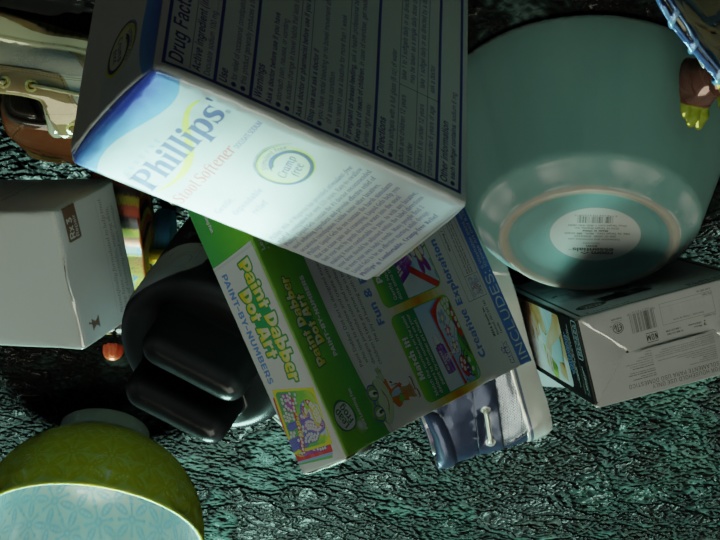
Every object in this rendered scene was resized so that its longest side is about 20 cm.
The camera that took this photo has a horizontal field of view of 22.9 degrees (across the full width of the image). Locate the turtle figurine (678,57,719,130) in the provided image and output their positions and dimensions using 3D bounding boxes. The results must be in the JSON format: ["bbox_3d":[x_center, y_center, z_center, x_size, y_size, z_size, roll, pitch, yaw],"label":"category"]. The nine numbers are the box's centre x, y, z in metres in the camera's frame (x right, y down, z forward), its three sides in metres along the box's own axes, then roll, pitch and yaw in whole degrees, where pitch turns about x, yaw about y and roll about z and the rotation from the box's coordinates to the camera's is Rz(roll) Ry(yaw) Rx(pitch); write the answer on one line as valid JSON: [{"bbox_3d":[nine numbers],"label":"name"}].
[{"bbox_3d":[0.270,-0.117,1.037,0.161,0.200,0.064,-4,115,38],"label":"turtle figurine"}]

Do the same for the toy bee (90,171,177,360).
[{"bbox_3d":[-0.159,0.005,1.273,0.131,0.109,0.200,-11,143,18],"label":"toy bee"}]

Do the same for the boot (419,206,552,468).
[{"bbox_3d":[0.066,0.043,1.254,0.090,0.073,0.200,-20,105,-5],"label":"boot"}]

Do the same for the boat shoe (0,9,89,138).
[{"bbox_3d":[-0.180,-0.114,1.098,0.200,0.066,0.074,16,-176,-1],"label":"boat shoe"}]

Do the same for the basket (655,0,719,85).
[{"bbox_3d":[0.222,-0.158,0.909,0.139,0.200,0.176,-39,133,11],"label":"basket"}]

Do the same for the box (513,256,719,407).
[{"bbox_3d":[0.181,0.035,1.204,0.116,0.060,0.200,-15,-173,-7],"label":"box"}]

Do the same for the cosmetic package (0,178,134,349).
[{"bbox_3d":[-0.258,-0.007,1.222,0.200,0.074,0.102,2,112,28],"label":"cosmetic package"}]

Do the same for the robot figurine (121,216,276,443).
[{"bbox_3d":[-0.078,0.024,1.167,0.150,0.200,0.125,-18,115,31],"label":"robot figurine"}]

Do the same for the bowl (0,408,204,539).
[{"bbox_3d":[-0.229,0.185,1.546,0.200,0.108,0.200,3,146,2],"label":"bowl"}]

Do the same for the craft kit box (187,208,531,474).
[{"bbox_3d":[0.000,0.000,1.098,0.048,0.200,0.197,-25,177,39],"label":"craft kit box"}]

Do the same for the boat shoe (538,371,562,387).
[{"bbox_3d":[0.093,0.040,1.341,0.200,0.066,0.072,15,167,-12],"label":"boat shoe"}]

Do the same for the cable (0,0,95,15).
[{"bbox_3d":[-0.164,-0.180,1.072,0.200,0.050,0.097,9,149,-27],"label":"cable"}]

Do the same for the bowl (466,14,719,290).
[{"bbox_3d":[0.146,-0.061,1.150,0.200,0.105,0.201,3,146,2],"label":"bowl"}]

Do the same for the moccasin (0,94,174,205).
[{"bbox_3d":[-0.133,-0.089,1.163,0.201,0.074,0.078,0,155,0],"label":"moccasin"}]

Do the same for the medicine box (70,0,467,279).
[{"bbox_3d":[-0.045,-0.121,1.007,0.200,0.182,0.103,22,142,-25],"label":"medicine box"}]

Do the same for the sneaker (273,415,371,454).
[{"bbox_3d":[0.001,0.076,1.262,0.200,0.076,0.115,-8,129,44],"label":"sneaker"}]
